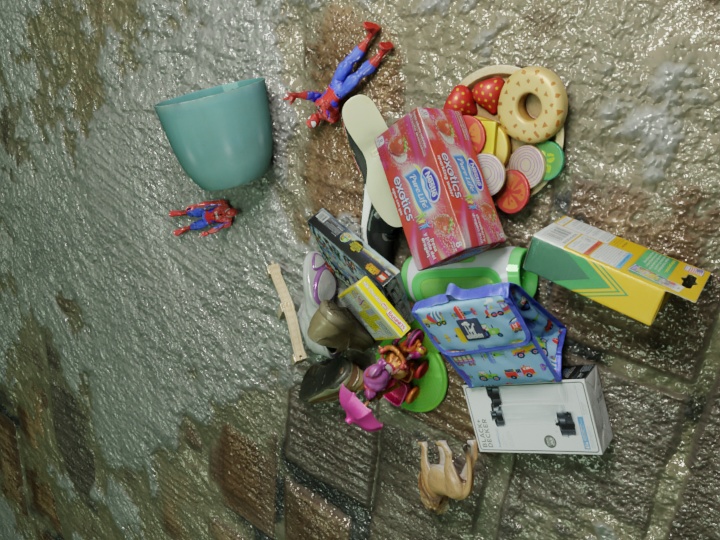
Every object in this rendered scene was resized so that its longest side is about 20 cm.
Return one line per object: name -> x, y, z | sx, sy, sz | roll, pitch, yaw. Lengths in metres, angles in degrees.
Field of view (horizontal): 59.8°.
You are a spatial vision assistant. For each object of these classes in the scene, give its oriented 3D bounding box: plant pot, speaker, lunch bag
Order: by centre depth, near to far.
lunch bag -> 0.179, 0.077, 0.887 | 0.149, 0.095, 0.200 | -13, 137, 38
speaker -> 0.161, 0.010, 0.950 | 0.198, 0.088, 0.090 | -3, 103, 38
plant pot -> -0.246, -0.239, 1.120 | 0.198, 0.200, 0.163 | 4, 119, 36

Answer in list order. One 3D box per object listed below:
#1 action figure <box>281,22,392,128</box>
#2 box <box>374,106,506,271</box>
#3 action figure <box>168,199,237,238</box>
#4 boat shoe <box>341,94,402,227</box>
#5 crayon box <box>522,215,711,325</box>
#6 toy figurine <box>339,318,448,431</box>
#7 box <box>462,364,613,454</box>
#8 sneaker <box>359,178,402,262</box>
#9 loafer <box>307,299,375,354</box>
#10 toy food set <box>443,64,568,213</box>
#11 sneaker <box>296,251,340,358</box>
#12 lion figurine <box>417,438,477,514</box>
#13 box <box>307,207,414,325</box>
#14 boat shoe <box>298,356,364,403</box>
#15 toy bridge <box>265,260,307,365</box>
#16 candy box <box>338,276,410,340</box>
action figure -> -0.045, -0.297, 0.996 | 0.066, 0.098, 0.200 | 54, 131, 11
box -> 0.109, -0.113, 0.866 | 0.095, 0.099, 0.203 | -26, 78, 45
action figure -> -0.341, -0.104, 1.294 | 0.198, 0.099, 0.066 | -6, 102, 36
boat shoe -> 0.031, -0.165, 0.947 | 0.073, 0.063, 0.204 | -23, 99, 5
crayon box -> 0.323, 0.000, 0.795 | 0.198, 0.125, 0.052 | 27, 120, 28
toy figurine -> 0.046, 0.179, 1.028 | 0.149, 0.183, 0.202 | 32, 121, 25
box -> 0.265, 0.212, 0.951 | 0.198, 0.060, 0.118 | -10, 98, 39
sneaker -> 0.052, -0.100, 1.008 | 0.086, 0.075, 0.203 | 9, 109, 29
loafer -> -0.037, 0.103, 1.068 | 0.067, 0.200, 0.076 | -41, 60, 4
toy food set -> 0.194, -0.185, 0.886 | 0.198, 0.048, 0.201 | 13, 112, 33
sneaker -> -0.090, 0.065, 1.166 | 0.099, 0.074, 0.203 | 2, 105, 40
lion figurine -> 0.144, 0.347, 1.043 | 0.200, 0.071, 0.125 | 123, 145, -71
box -> 0.000, 0.000, 1.028 | 0.200, 0.040, 0.138 | 41, 163, 36
boat shoe -> -0.052, 0.219, 1.183 | 0.073, 0.077, 0.199 | 27, 153, -21
toy bridge -> -0.142, 0.075, 1.193 | 0.067, 0.027, 0.203 | 125, 129, -67
candy box -> 0.017, 0.064, 0.993 | 0.103, 0.026, 0.200 | 51, 168, -1
